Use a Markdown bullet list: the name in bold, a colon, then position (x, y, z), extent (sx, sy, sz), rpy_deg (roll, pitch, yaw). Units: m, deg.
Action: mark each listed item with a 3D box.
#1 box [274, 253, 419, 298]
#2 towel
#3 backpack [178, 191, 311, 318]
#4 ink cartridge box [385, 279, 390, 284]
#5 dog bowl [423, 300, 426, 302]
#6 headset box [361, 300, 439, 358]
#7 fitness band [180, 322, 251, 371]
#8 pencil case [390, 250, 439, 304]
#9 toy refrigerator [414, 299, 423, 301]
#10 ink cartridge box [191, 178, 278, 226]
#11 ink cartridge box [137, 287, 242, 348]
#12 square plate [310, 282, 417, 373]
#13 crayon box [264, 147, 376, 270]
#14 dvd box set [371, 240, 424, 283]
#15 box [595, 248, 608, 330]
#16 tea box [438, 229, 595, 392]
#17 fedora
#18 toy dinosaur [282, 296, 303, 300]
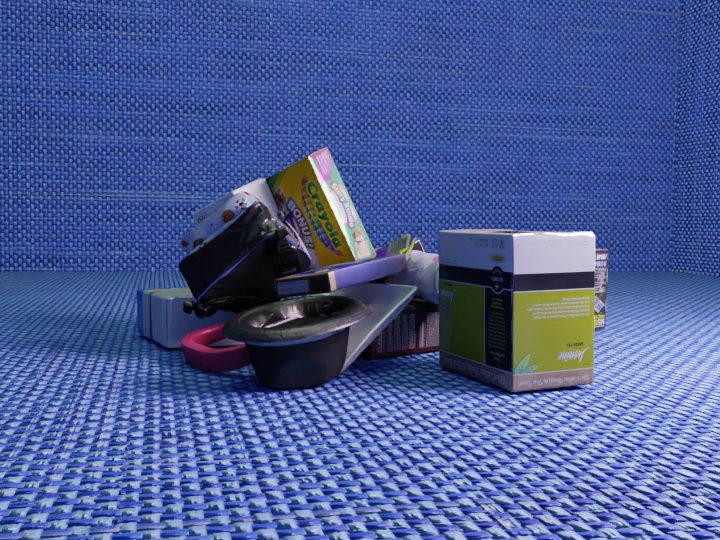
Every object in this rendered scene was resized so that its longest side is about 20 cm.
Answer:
- **box**: position (-0.016, 0.005, 1.226), extent (0.120, 0.033, 0.198), rpy_deg (-8, 3, 45)
- **towel**: position (0.000, 0.000, 1.417), extent (0.198, 0.023, 0.144), rpy_deg (-27, 10, 19)
- **backpack**: position (-0.174, -0.015, 1.281), extent (0.198, 0.156, 0.190), rpy_deg (-33, -27, 10)
- **ink cartridge box**: position (0.037, 0.043, 1.596), extent (0.198, 0.043, 0.119), rpy_deg (-27, -20, 14)
- **dog bowl**: position (0.189, 0.072, 1.392), extent (0.112, 0.050, 0.199), rpy_deg (46, -20, -24)
- **headset box**: position (0.030, 0.091, 1.347), extent (0.198, 0.079, 0.147), rpy_deg (-3, 6, -41)
- **fitness band**: position (-0.178, 0.099, 1.189), extent (0.142, 0.038, 0.199), rpy_deg (-22, 14, -31)
- **pencil case**: position (0.119, 0.014, 1.335), extent (0.089, 0.085, 0.199), rpy_deg (-19, 10, -18)
- **toy refrigerator**: position (0.056, 0.082, 1.513), extent (0.197, 0.078, 0.069), rpy_deg (-1, 4, -40)
- **ink cartridge box**: position (-0.196, -0.040, 1.451), extent (0.144, 0.203, 0.083), rpy_deg (-18, 7, 46)
- **ink cartridge box**: position (-0.291, 0.077, 1.414), extent (0.144, 0.086, 0.199), rpy_deg (0, 4, -28)
- **square plate**: position (-0.039, 0.084, 1.213), extent (0.198, 0.029, 0.198), rpy_deg (2, 36, 44)
- **crayon box**: position (-0.083, -0.086, 1.427), extent (0.058, 0.203, 0.171), rpy_deg (-32, 9, -41)
- **dvd box set**: position (0.010, 0.000, 1.541), extent (0.146, 0.030, 0.199), rpy_deg (-35, 13, -31)
- **box**: position (0.405, 0.040, 1.594), extent (0.197, 0.164, 0.044), rpy_deg (-3, 6, -41)
- **tea box**: position (0.205, 0.046, 1.117), extent (0.131, 0.201, 0.199), rpy_deg (-1, 5, -22)
- **fedora**: position (-0.077, 0.096, 1.054), extent (0.196, 0.094, 0.201), rpy_deg (-5, 11, 1)
- **toy dinosaur**: position (-0.150, 0.093, 1.473), extent (0.101, 0.078, 0.200), rpy_deg (-20, 7, 28)
